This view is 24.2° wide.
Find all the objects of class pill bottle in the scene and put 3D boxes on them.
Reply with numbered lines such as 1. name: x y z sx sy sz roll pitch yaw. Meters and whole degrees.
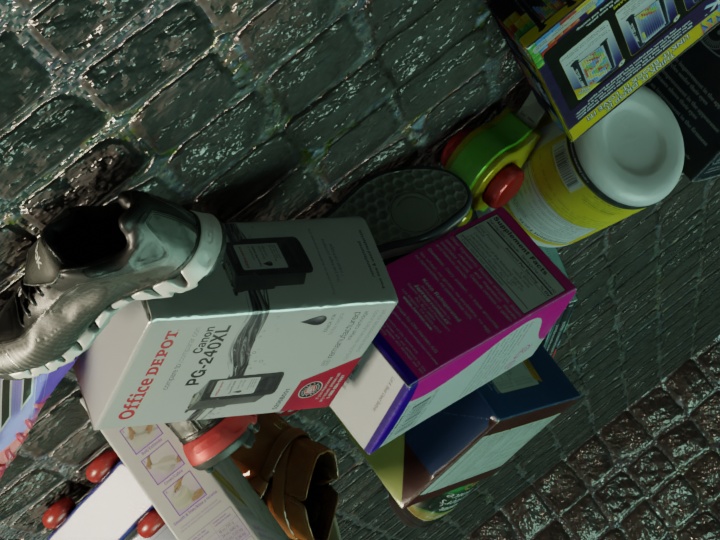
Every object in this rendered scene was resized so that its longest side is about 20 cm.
1. pill bottle: 0.185 -0.085 1.478 0.112 0.112 0.200 -28 179 -31

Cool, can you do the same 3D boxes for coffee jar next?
1. coffee jar: 0.125 0.289 2.424 0.104 0.085 0.200 -20 156 -45

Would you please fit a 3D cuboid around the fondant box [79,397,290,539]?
1. fondant box: -0.135 0.177 1.392 0.058 0.200 0.144 -39 163 -1

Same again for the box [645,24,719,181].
1. box: 0.324 -0.199 1.454 0.104 0.148 0.200 -15 152 -52

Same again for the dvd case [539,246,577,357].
1. dvd case: 0.167 0.005 1.673 0.022 0.147 0.200 -17 160 -10

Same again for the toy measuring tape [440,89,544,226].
1. toy measuring tape: 0.120 -0.116 1.405 0.073 0.074 0.200 -13 141 -54

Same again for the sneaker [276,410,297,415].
1. sneaker: -0.026 0.083 1.510 0.199 0.072 0.113 -2 161 -2

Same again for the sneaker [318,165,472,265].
1. sneaker: -0.001 -0.001 1.407 0.202 0.077 0.146 -28 155 -18

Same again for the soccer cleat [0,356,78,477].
1. soccer cleat: -0.265 0.120 1.194 0.200 0.073 0.068 -41 163 8

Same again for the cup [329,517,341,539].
1. cup: -0.122 0.318 1.864 0.142 0.202 0.200 -14 171 20

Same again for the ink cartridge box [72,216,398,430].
1. ink cartridge box: -0.096 0.038 1.214 0.199 0.084 0.145 -4 146 -31

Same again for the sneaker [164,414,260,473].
1. sneaker: -0.122 0.078 1.351 0.071 0.098 0.201 -33 -164 14

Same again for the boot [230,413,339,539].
1. boot: -0.082 0.217 1.517 0.076 0.155 0.201 -16 117 -47

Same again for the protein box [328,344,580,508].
1. protein box: 0.071 0.094 1.605 0.135 0.199 0.200 -44 162 23

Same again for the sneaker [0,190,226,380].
1. sneaker: -0.187 0.003 1.078 0.199 0.067 0.090 -29 141 24

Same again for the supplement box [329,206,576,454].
1. supplement box: 0.063 0.045 1.360 0.199 0.103 0.101 -25 156 -36

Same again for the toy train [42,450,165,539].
1. toy train: -0.239 0.238 1.565 0.200 0.085 0.116 -46 175 24

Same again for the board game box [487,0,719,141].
1. board game box: 0.208 -0.212 1.293 0.200 0.057 0.165 -39 153 2

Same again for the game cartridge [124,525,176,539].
1. game cartridge: -0.186 0.239 1.659 0.200 0.042 0.133 -43 -171 16
